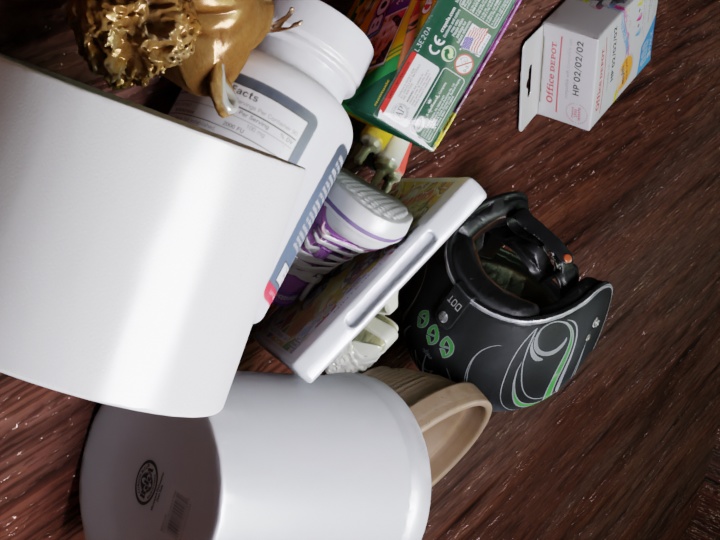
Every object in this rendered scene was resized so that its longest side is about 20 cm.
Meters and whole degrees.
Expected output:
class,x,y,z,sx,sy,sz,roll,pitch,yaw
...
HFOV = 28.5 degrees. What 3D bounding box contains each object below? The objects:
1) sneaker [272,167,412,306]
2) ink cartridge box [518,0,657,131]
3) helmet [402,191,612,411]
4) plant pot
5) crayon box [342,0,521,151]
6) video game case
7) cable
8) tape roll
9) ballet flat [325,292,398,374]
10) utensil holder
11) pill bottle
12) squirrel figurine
class,x,y,z,sx,sy,sz,roll,pitch,yaw
sneaker,-0.025,-0.017,1.036,0.115,0.072,0.200,-63,-164,4
ink cartridge box,0.243,-0.231,1.499,0.200,0.067,0.116,-46,147,-38
helmet,0.137,0.042,1.368,0.200,0.199,0.191,-49,164,-34
plant pot,0.015,0.154,1.286,0.200,0.093,0.201,-35,159,-16
crayon box,0.052,-0.196,1.014,0.058,0.172,0.201,28,93,-22
video game case,0.000,0.000,1.066,0.182,0.023,0.200,-46,-169,-6
cable,0.048,-0.154,1.194,0.201,0.050,0.097,-61,155,-11
tape roll,-0.144,-0.023,0.746,0.202,0.202,0.140,14,97,-64
ballet flat,0.002,0.034,1.238,0.072,0.071,0.201,-47,148,-38
utensil holder,-0.076,0.154,1.013,0.199,0.169,0.171,9,103,-45
pill bottle,-0.074,-0.078,0.936,0.201,0.119,0.120,-63,154,-12
squirrel figurine,-0.107,-0.177,0.803,0.200,0.141,0.188,-39,153,-44
